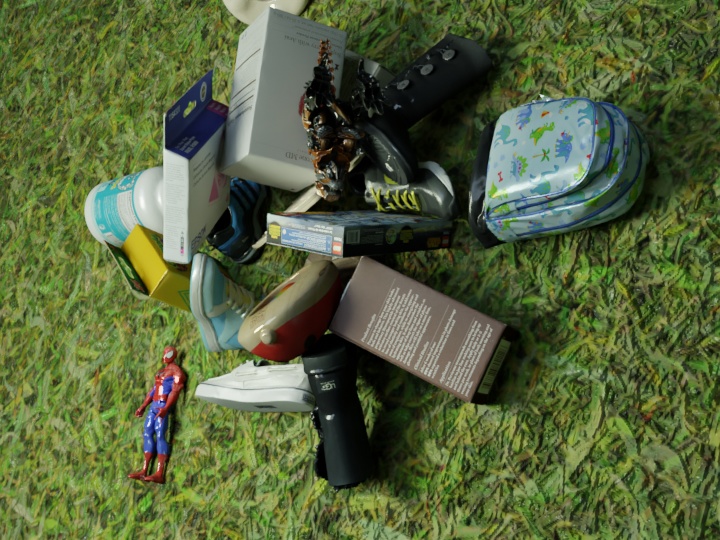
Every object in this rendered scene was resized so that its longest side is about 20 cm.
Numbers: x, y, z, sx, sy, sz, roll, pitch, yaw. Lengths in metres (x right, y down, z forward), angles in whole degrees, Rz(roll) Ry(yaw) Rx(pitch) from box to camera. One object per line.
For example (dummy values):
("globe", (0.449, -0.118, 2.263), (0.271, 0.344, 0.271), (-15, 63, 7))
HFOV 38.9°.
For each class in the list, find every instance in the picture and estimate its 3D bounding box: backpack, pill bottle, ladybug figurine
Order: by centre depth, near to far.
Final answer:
("backpack", (0.223, -0.117, 1.149), (0.198, 0.154, 0.165), (4, 68, 29))
("ladybug figurine", (-0.079, 0.054, 1.242), (0.135, 0.200, 0.072), (-34, 97, 25))
("pill bottle", (-0.348, -0.105, 1.655), (0.198, 0.110, 0.112), (-9, 67, 38))

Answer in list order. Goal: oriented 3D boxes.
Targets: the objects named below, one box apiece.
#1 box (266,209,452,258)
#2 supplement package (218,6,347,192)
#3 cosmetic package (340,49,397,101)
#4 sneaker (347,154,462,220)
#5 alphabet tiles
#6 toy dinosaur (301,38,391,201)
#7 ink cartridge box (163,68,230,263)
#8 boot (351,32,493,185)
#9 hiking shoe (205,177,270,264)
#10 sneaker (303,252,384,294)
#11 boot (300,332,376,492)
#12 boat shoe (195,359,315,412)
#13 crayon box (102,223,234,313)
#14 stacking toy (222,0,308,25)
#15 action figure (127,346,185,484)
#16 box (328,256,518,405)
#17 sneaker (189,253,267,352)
("box", (0.001, -0.048, 1.263), (0.136, 0.198, 0.040), (12, 102, 43))
("supplement package", (-0.103, -0.223, 1.362), (0.119, 0.120, 0.203), (-15, 66, 63))
("cosmetic package", (-0.034, -0.265, 1.468), (0.200, 0.071, 0.106), (37, 99, 44))
("sneaker", (0.054, -0.099, 1.307), (0.084, 0.075, 0.200), (-34, 35, -15))
("alphabet tiles", (-0.064, -0.105, 1.379), (0.195, 0.015, 0.200), (-38, 9, 25))
("toy dinosaur", (-0.042, -0.192, 1.250), (0.202, 0.101, 0.136), (65, 154, 13))
("ink cartridge box", (-0.213, -0.142, 1.359), (0.043, 0.197, 0.202), (11, 119, 6))
("boot", (0.089, -0.210, 1.295), (0.199, 0.066, 0.165), (-33, 49, -11))
("hiking shoe", (-0.187, -0.114, 1.532), (0.074, 0.086, 0.203), (-20, 61, 34))
("sneaker", (0.000, 0.000, 1.332), (0.199, 0.070, 0.076), (28, 91, 44))
("boot", (-0.029, 0.171, 1.270), (0.075, 0.200, 0.171), (-9, 96, 2))
("boat shoe", (-0.142, 0.153, 1.396), (0.198, 0.072, 0.067), (-6, 64, 39))
("crayon box", (-0.263, 0.006, 1.472), (0.051, 0.199, 0.127), (-52, 48, 11))
("stacking toy", (-0.151, -0.504, 1.653), (0.145, 0.146, 0.202), (-32, 38, 27))
("action figure", (-0.304, 0.213, 1.532), (0.065, 0.051, 0.203), (-6, 67, 44))
("box", (0.073, 0.070, 1.196), (0.198, 0.075, 0.101), (27, 91, 22))
("sneaker", (-0.158, 0.043, 1.381), (0.129, 0.201, 0.080), (1, 59, 3))
